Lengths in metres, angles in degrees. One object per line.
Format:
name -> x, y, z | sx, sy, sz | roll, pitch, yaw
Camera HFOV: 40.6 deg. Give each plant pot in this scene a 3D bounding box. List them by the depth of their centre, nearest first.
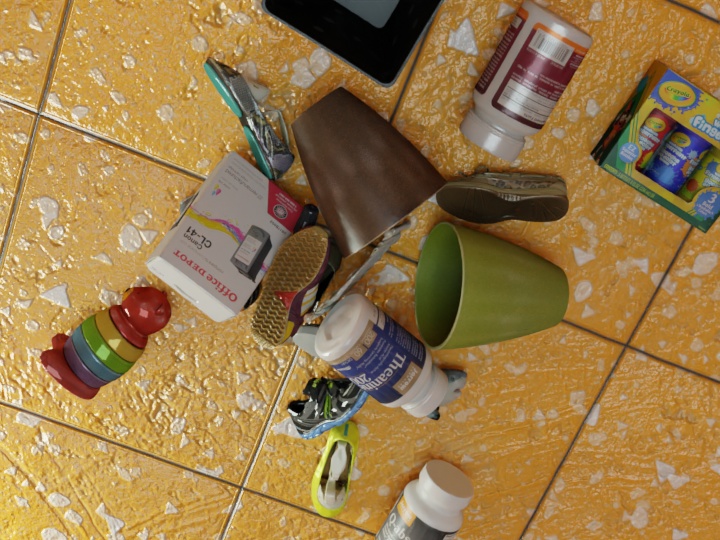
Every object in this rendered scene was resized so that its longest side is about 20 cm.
plant pot -> 0.005, -0.393, 1.284 | 0.198, 0.178, 0.201 | 29, 110, -11
plant pot -> -0.006, -0.153, 1.397 | 0.186, 0.187, 0.201 | -35, 93, 14
plant pot -> 0.206, 0.032, 1.465 | 0.197, 0.188, 0.190 | 6, 113, -18

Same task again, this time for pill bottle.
pill bottle -> 0.228, -0.263, 1.365 | 0.113, 0.114, 0.202 | 26, 111, -9
pill bottle -> 0.036, 0.134, 1.453 | 0.199, 0.111, 0.111 | 39, 108, -25
pill bottle -> 0.105, 0.428, 1.648 | 0.115, 0.117, 0.202 | 24, 111, -8

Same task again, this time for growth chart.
growth chart -> 0.000, 0.000, 1.460 | 0.018, 0.145, 0.200 | 44, 99, 5

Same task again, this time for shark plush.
shark plush -> 0.071, 0.174, 1.594 | 0.197, 0.091, 0.084 | 19, 93, 16

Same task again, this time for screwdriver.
screwdriver -> -0.106, -0.017, 1.449 | 0.029, 0.028, 0.201 | 13, 127, -24

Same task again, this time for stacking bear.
stacking bear -> -0.386, 0.101, 1.535 | 0.199, 0.122, 0.114 | -38, 105, 7

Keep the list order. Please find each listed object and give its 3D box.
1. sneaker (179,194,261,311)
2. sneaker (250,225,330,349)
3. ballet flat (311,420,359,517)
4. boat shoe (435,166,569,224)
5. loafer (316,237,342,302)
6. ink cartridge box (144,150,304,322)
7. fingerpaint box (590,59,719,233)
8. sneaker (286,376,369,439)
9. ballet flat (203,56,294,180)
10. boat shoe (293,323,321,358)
sneaker -> -0.214, -0.025, 1.493 | 0.078, 0.077, 0.201 | -27, 108, 14
sneaker -> -0.094, 0.018, 1.432 | 0.075, 0.090, 0.202 | 35, 110, 13
ballet flat -> -0.045, 0.347, 1.645 | 0.066, 0.067, 0.203 | 11, 112, -4
boat shoe -> 0.212, -0.115, 1.462 | 0.197, 0.063, 0.074 | 6, 138, 2
loafer -> -0.100, 0.034, 1.518 | 0.075, 0.068, 0.201 | 32, 109, -11
ink cartridge box -> -0.195, -0.048, 1.423 | 0.147, 0.085, 0.201 | 38, 66, -15
fingerpaint box -> 0.468, -0.179, 1.415 | 0.198, 0.074, 0.168 | 30, 110, -11
sneaker -> -0.048, 0.205, 1.569 | 0.199, 0.071, 0.083 | -35, 96, 35
ballet flat -> -0.155, -0.231, 1.422 | 0.071, 0.072, 0.202 | -25, 110, 11
boat shoe -> -0.009, 0.110, 1.552 | 0.197, 0.064, 0.071 | 14, 147, -10
